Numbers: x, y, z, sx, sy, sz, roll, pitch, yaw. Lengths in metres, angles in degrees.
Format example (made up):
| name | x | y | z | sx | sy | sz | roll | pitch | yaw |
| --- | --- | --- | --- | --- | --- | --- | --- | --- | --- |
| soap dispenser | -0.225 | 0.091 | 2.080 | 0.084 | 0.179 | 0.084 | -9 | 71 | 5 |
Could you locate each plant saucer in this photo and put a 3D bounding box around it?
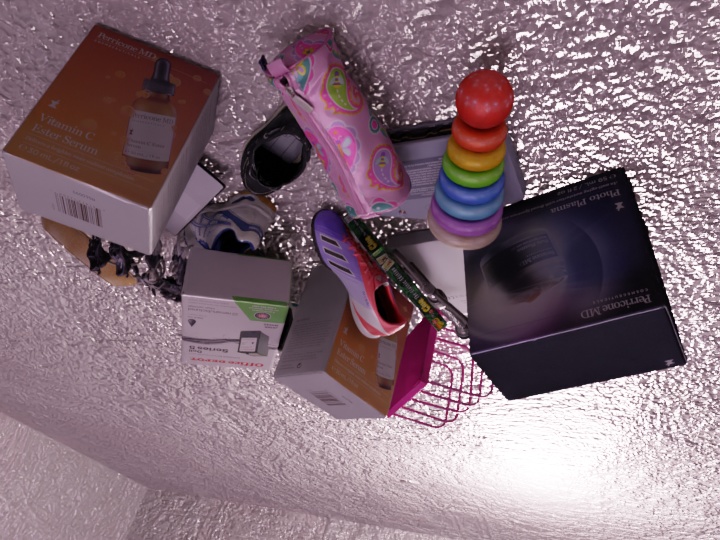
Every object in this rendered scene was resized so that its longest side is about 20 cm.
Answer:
| name | x | y | z | sx | sy | sz | roll | pitch | yaw |
| --- | --- | --- | --- | --- | --- | --- | --- | --- | --- |
| plant saucer | -0.447 | -0.035 | 1.027 | 0.200 | 0.035 | 0.200 | 39 | 167 | 11 |

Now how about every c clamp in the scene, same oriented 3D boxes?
| name | x | y | z | sx | sy | sz | roll | pitch | yaw |
| --- | --- | --- | --- | --- | --- | --- | --- | --- | --- |
| c clamp | 0.105 | 0.044 | 0.843 | 0.171 | 0.027 | 0.200 | 47 | -177 | 28 |

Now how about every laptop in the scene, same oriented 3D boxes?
| name | x | y | z | sx | sy | sz | roll | pitch | yaw |
| --- | --- | --- | --- | --- | --- | --- | --- | --- | --- |
| laptop | -0.327 | -0.109 | 0.864 | 0.200 | 0.116 | 0.187 | 41 | 142 | -17 |

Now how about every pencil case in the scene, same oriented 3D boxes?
| name | x | y | z | sx | sy | sz | roll | pitch | yaw |
| --- | --- | --- | --- | --- | --- | --- | --- | --- | --- |
| pencil case | -0.022 | -0.149 | 0.666 | 0.087 | 0.087 | 0.200 | -9 | 128 | 35 |

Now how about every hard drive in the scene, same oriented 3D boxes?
| name | x | y | z | sx | sy | sz | roll | pitch | yaw |
| --- | --- | --- | --- | --- | --- | --- | --- | --- | --- |
| hard drive | 0.144 | 0.007 | 0.930 | 0.132 | 0.027 | 0.200 | -9 | 142 | 35 |

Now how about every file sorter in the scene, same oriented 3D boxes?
| name | x | y | z | sx | sy | sz | roll | pitch | yaw |
| --- | --- | --- | --- | --- | --- | --- | --- | --- | --- |
| file sorter | 0.138 | 0.179 | 1.099 | 0.125 | 0.139 | 0.200 | 18 | 148 | -7 |

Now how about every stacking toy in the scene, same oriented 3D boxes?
| name | x | y | z | sx | sy | sz | roll | pitch | yaw |
| --- | --- | --- | --- | --- | --- | --- | --- | --- | --- |
| stacking toy | 0.119 | -0.113 | 0.646 | 0.085 | 0.085 | 0.200 | 11 | 143 | 8 |

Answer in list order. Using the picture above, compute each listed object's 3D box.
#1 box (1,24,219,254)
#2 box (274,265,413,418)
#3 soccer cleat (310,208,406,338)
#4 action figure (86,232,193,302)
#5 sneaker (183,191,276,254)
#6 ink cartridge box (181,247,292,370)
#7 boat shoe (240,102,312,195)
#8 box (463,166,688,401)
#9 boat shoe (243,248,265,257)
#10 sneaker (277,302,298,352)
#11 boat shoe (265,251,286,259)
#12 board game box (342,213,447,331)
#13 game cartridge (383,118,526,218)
| name | x | y | z | sx | sy | sz | roll | pitch | yaw |
| --- | --- | --- | --- | --- | --- | --- | --- | --- | --- |
| box | -0.266 | -0.145 | 0.704 | 0.152 | 0.200 | 0.106 | 20 | 150 | -7 |
| box | -0.019 | 0.107 | 0.979 | 0.106 | 0.200 | 0.152 | -13 | 139 | 40 |
| soccer cleat | 0.000 | 0.000 | 0.880 | 0.073 | 0.068 | 0.200 | -18 | 101 | 51 |
| action figure | -0.305 | -0.010 | 0.970 | 0.119 | 0.102 | 0.200 | -4 | 161 | 33 |
| sneaker | -0.212 | -0.052 | 0.936 | 0.075 | 0.088 | 0.200 | 35 | 145 | -32 |
| ink cartridge box | -0.188 | 0.065 | 0.938 | 0.145 | 0.084 | 0.200 | 7 | 143 | -11 |
| boat shoe | -0.105 | -0.134 | 0.779 | 0.074 | 0.066 | 0.199 | 30 | 146 | -23 |
| box | 0.230 | 0.017 | 0.713 | 0.200 | 0.198 | 0.123 | -19 | 136 | 25 |
| boat shoe | -0.218 | 0.013 | 1.055 | 0.065 | 0.073 | 0.200 | 31 | 146 | -14 |
| sneaker | -0.083 | 0.108 | 1.086 | 0.121 | 0.084 | 0.200 | 17 | -173 | -12 |
| boat shoe | -0.142 | 0.021 | 1.051 | 0.057 | 0.067 | 0.200 | 9 | 156 | -20 |
| board game box | 0.052 | 0.003 | 0.906 | 0.023 | 0.105 | 0.200 | -38 | 130 | 5 |
| game cartridge | 0.089 | -0.117 | 0.753 | 0.200 | 0.040 | 0.133 | -3 | 140 | 28 |
